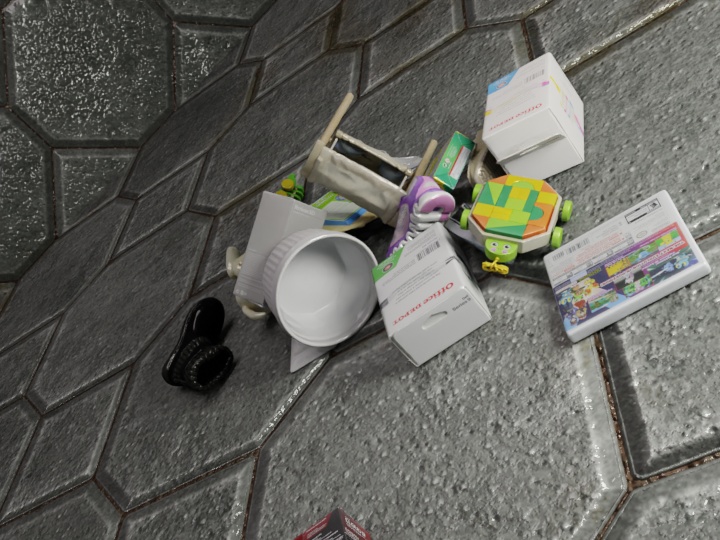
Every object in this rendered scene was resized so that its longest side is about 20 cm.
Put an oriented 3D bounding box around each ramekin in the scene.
[{"bbox_3d":[-0.076,0.022,1.519,0.200,0.200,0.105,-48,31,-9],"label":"ramekin"}]

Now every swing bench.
[{"bbox_3d":[0.010,-0.191,1.613,0.130,0.198,0.200,-56,6,42],"label":"swing bench"}]

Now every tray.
[{"bbox_3d":[-0.092,0.095,1.629,0.107,0.022,0.200,-33,30,19],"label":"tray"}]

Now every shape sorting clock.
[{"bbox_3d":[-0.040,-0.111,1.708,0.199,0.039,0.200,-10,26,5],"label":"shape sorting clock"}]

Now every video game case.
[{"bbox_3d":[0.358,-0.008,1.206,0.200,0.023,0.183,-31,31,20],"label":"video game case"}]

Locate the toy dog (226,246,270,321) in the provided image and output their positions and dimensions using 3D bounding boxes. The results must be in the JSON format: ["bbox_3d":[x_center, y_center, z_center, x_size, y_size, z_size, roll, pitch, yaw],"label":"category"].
[{"bbox_3d":[-0.155,-0.007,1.723,0.199,0.140,0.194,-27,27,19],"label":"toy dog"}]

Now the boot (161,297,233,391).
[{"bbox_3d":[-0.307,0.147,1.763,0.158,0.079,0.212,-10,53,55],"label":"boot"}]

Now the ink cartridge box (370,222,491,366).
[{"bbox_3d":[0.107,0.036,1.393,0.146,0.084,0.200,-35,30,14],"label":"ink cartridge box"}]

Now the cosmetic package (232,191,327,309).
[{"bbox_3d":[-0.146,-0.034,1.599,0.090,0.107,0.201,21,95,35],"label":"cosmetic package"}]

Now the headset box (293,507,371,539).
[{"bbox_3d":[-0.049,0.410,1.098,0.149,0.077,0.200,-38,28,8],"label":"headset box"}]

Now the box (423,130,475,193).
[{"bbox_3d":[0.131,-0.151,1.589,0.118,0.048,0.200,-63,7,-29],"label":"box"}]

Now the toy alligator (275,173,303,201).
[{"bbox_3d":[-0.175,-0.146,2.026,0.054,0.059,0.200,17,55,11],"label":"toy alligator"}]

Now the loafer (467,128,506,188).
[{"bbox_3d":[0.229,-0.202,1.578,0.068,0.076,0.200,-20,27,38],"label":"loafer"}]

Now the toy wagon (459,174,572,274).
[{"bbox_3d":[0.232,-0.073,1.336,0.155,0.040,0.200,12,44,18],"label":"toy wagon"}]

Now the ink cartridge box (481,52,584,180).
[{"bbox_3d":[0.296,-0.247,1.492,0.128,0.125,0.200,-23,34,32],"label":"ink cartridge box"}]

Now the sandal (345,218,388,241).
[{"bbox_3d":[0.007,-0.084,1.726,0.200,0.048,0.075,-12,34,23],"label":"sandal"}]

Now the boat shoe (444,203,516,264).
[{"bbox_3d":[0.205,-0.067,1.421,0.068,0.073,0.199,-57,19,4],"label":"boat shoe"}]

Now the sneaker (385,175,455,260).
[{"bbox_3d":[0.092,-0.082,1.496,0.089,0.080,0.200,65,146,36],"label":"sneaker"}]

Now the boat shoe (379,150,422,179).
[{"bbox_3d":[0.034,-0.208,1.756,0.199,0.066,0.074,-14,23,-6],"label":"boat shoe"}]
